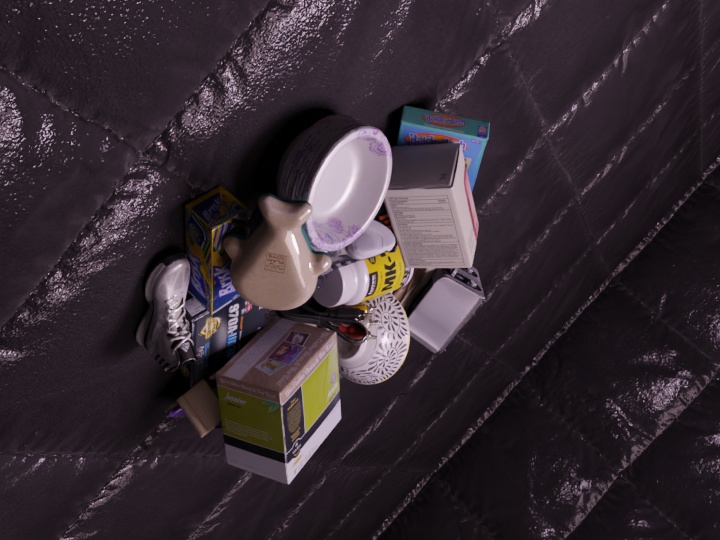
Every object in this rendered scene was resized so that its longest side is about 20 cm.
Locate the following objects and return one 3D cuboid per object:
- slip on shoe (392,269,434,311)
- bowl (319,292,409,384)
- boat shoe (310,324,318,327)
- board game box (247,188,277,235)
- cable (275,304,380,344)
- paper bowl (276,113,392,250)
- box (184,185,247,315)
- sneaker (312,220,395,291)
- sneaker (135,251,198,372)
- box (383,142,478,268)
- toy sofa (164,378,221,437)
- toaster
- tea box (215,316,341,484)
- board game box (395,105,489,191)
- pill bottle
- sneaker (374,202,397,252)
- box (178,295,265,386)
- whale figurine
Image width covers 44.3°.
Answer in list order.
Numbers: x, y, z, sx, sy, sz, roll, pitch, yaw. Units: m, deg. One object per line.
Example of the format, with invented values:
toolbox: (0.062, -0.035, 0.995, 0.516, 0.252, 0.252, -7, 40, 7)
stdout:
slip on shoe: (0.099, 0.019, 1.917, 0.060, 0.076, 0.201, 30, 97, -22)
bowl: (-0.012, 0.127, 1.730, 0.201, 0.201, 0.094, -54, 157, 19)
boat shoe: (-0.147, 0.152, 1.681, 0.199, 0.073, 0.075, -21, -174, -42)
board game box: (-0.109, -0.080, 1.474, 0.199, 0.032, 0.120, -6, 138, -56)
cable: (-0.060, 0.099, 1.639, 0.197, 0.098, 0.051, 2, 141, -4)
paper bowl: (-0.050, -0.140, 1.351, 0.200, 0.104, 0.202, -36, 143, -34)
box: (-0.217, -0.027, 1.330, 0.070, 0.064, 0.201, -35, 153, -32)
sneaker: (-0.044, -0.026, 1.511, 0.198, 0.076, 0.114, -8, 149, -21)
sneaker: (-0.272, 0.073, 1.336, 0.075, 0.115, 0.202, -21, 146, -42)
box: (0.123, -0.108, 1.527, 0.201, 0.126, 0.110, 70, 28, -46)
toy sofa: (-0.267, 0.260, 1.621, 0.097, 0.083, 0.200, -39, 167, 4)
toaster: (0.172, 0.071, 1.955, 0.201, 0.118, 0.181, -54, -170, 19)
tea box: (-0.137, 0.221, 1.544, 0.200, 0.132, 0.199, -44, 141, -52)
board game box: (0.132, -0.188, 1.554, 0.201, 0.150, 0.045, 101, 2, -52)
pill bottle: (0.000, 0.000, 1.663, 0.199, 0.114, 0.115, -18, 144, -46)
sneaker: (0.033, -0.084, 1.564, 0.200, 0.069, 0.091, 25, 67, -68)
box: (-0.235, 0.093, 1.508, 0.158, 0.046, 0.201, -30, 152, -31)
whale figurine: (-0.117, -0.037, 1.273, 0.104, 0.157, 0.201, -83, -176, -48)
